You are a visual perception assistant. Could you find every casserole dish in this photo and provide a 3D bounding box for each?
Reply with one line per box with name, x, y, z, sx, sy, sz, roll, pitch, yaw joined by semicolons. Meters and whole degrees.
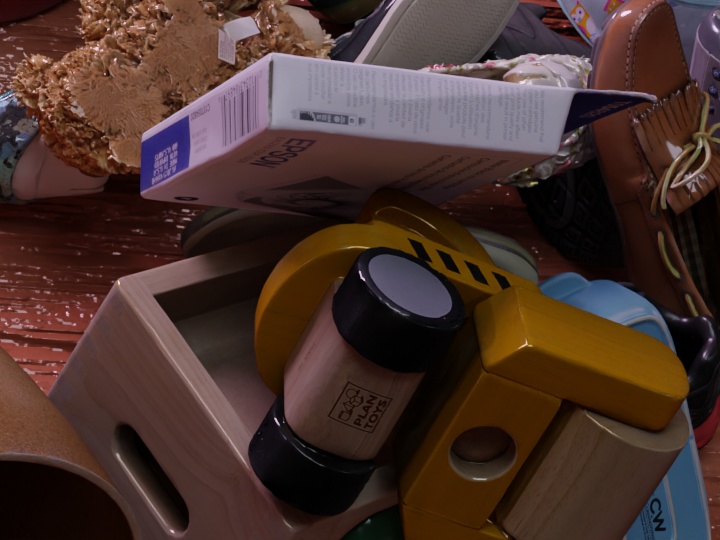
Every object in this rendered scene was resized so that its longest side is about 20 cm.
casserole dish;0.127;0.100;1.352;0.121;0.201;0.039;-24;18;-38

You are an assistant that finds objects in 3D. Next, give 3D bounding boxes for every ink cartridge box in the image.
ink cartridge box;0.014;-0.059;1.303;0.199;0.199;0.041;3;81;-21

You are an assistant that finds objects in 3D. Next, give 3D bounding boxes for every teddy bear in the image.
teddy bear;-0.100;-0.107;1.437;0.145;0.067;0.200;35;50;-10

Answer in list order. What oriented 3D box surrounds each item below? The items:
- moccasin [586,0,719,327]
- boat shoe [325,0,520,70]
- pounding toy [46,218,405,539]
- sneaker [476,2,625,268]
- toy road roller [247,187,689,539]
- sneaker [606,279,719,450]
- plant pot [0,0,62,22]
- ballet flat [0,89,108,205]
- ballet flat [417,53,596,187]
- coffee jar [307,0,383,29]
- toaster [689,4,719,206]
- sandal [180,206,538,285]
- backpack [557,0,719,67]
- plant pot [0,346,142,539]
moccasin;0.172;-0.051;1.448;0.077;0.203;0.073;7;23;42
boat shoe;0.015;-0.128;1.516;0.200;0.072;0.068;-46;41;-8
pounding toy;-0.050;0.110;1.330;0.184;0.142;0.200;-17;61;-43
sneaker;0.122;-0.089;1.557;0.090;0.076;0.201;-16;61;-33
toy road roller;0.046;0.044;1.260;0.199;0.123;0.146;21;30;-16
sneaker;0.108;0.044;1.432;0.199;0.098;0.071;8;54;-9
plant pot;-0.223;-0.271;1.521;0.199;0.183;0.201;10;51;-12
ballet flat;-0.144;-0.080;1.465;0.200;0.074;0.074;-33;68;-32
ballet flat;0.064;-0.082;1.445;0.199;0.064;0.076;-11;79;-18
coffee jar;-0.038;-0.217;1.546;0.200;0.085;0.105;28;39;-39
toaster;0.267;-0.096;1.540;0.199;0.130;0.114;-25;51;-38
sandal;0.001;0.000;1.451;0.200;0.080;0.058;12;65;-8
backpack;0.213;-0.213;1.628;0.199;0.154;0.177;-11;63;-20
plant pot;-0.222;0.092;1.265;0.185;0.187;0.200;-9;42;-23
